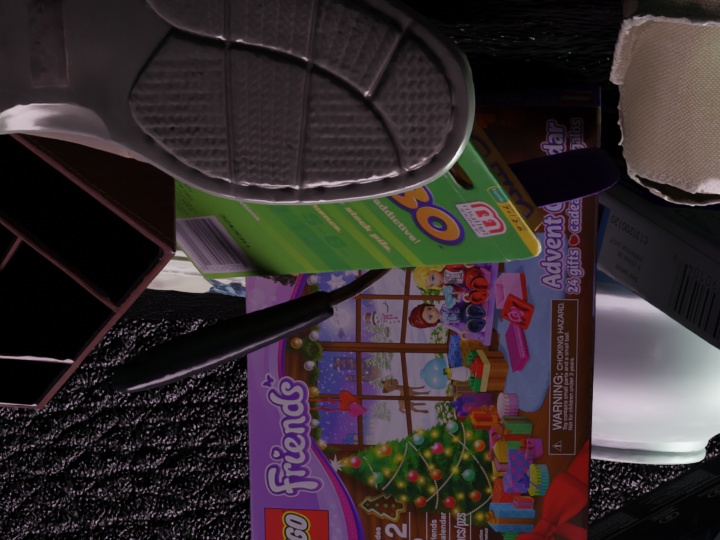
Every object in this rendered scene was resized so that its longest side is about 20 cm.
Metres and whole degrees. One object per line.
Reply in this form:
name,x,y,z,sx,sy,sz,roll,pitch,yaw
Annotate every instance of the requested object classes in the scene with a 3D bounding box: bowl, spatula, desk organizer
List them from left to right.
desk organizer,-0.122,-0.015,0.828,0.071,0.077,0.200,5,160,-19
spatula,0.000,0.000,0.850,0.200,0.021,0.057,-27,-161,2
bowl,0.126,0.043,1.157,0.200,0.091,0.201,6,-176,0

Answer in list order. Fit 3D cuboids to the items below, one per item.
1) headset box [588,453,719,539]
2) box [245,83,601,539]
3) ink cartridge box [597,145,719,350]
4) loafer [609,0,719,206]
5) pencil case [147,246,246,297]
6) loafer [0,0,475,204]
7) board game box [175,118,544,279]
headset box,0.184,0.128,0.940,0.174,0.093,0.200,-28,-174,-7
box,0.024,0.026,0.922,0.136,0.201,0.039,1,-162,5
ink cartridge box,0.200,-0.004,1.055,0.199,0.044,0.198,3,-160,-32
loafer,0.104,-0.055,0.623,0.075,0.069,0.200,1,176,6
pencil case,-0.122,-0.024,1.115,0.199,0.078,0.089,2,-159,-11
loafer,-0.063,-0.064,0.667,0.199,0.072,0.063,7,-166,9
board game box,-0.021,-0.041,0.797,0.200,0.030,0.096,0,132,56
